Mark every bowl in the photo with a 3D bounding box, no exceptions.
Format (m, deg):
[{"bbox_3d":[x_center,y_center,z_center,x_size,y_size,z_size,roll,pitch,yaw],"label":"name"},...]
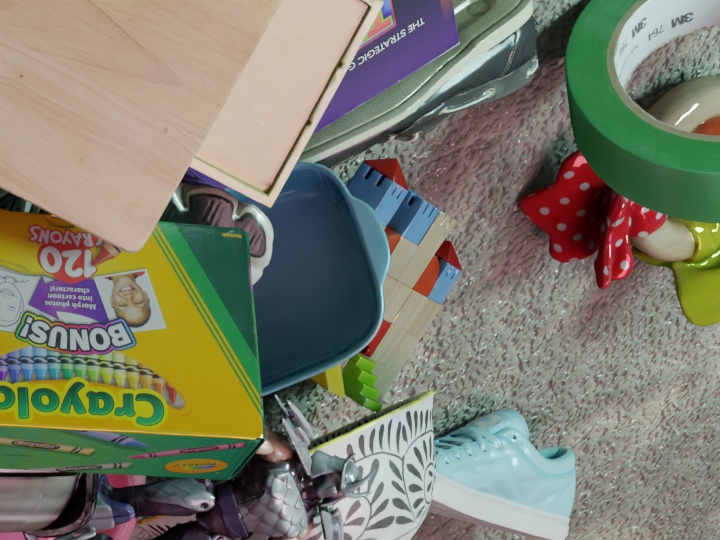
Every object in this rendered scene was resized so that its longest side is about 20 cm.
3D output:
[{"bbox_3d":[-0.028,0.156,1.732,0.201,0.094,0.201,-24,178,-1],"label":"bowl"}]

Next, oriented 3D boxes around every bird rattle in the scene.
[{"bbox_3d":[0.205,-0.056,1.876,0.200,0.113,0.163,27,93,-39],"label":"bird rattle"}]

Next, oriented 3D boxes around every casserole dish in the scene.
[{"bbox_3d":[-0.071,0.016,1.601,0.200,0.121,0.039,-22,169,14],"label":"casserole dish"}]

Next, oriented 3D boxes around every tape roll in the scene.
[{"bbox_3d":[0.226,-0.117,1.717,0.200,0.200,0.048,-33,141,-17],"label":"tape roll"}]

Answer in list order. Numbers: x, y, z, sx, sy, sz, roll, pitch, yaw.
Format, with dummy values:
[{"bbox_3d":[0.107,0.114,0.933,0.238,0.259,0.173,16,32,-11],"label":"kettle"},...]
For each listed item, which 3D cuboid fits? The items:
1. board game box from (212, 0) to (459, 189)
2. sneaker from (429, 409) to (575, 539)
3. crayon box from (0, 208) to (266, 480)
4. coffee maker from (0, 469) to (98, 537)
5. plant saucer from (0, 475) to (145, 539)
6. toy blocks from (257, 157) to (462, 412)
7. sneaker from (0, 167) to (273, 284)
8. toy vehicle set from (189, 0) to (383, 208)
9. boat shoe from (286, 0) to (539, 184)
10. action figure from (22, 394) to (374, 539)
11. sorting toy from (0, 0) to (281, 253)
[{"bbox_3d":[-0.047,-0.146,1.547,0.200,0.057,0.165,-33,141,-16],"label":"board game box"},{"bbox_3d":[0.073,0.130,1.933,0.200,0.074,0.082,21,79,-46],"label":"sneaker"},{"bbox_3d":[-0.153,0.036,1.402,0.200,0.119,0.058,4,153,-21],"label":"crayon box"},{"bbox_3d":[-0.249,0.050,1.483,0.200,0.192,0.135,3,156,-39],"label":"coffee maker"},{"bbox_3d":[-0.223,0.147,1.660,0.200,0.051,0.201,-27,140,-25],"label":"plant saucer"},{"bbox_3d":[0.000,0.000,1.712,0.137,0.100,0.200,-57,154,2],"label":"toy blocks"},{"bbox_3d":[-0.143,-0.044,1.493,0.200,0.083,0.081,28,100,-24],"label":"sneaker"},{"bbox_3d":[-0.102,-0.131,1.436,0.200,0.027,0.124,28,96,-21],"label":"toy vehicle set"},{"bbox_3d":[0.023,-0.098,1.646,0.200,0.072,0.068,-31,137,-21],"label":"boat shoe"},{"bbox_3d":[-0.088,0.142,1.605,0.200,0.069,0.130,-14,114,4],"label":"action figure"},{"bbox_3d":[-0.151,-0.144,1.366,0.200,0.070,0.199,28,96,-21],"label":"sorting toy"}]
